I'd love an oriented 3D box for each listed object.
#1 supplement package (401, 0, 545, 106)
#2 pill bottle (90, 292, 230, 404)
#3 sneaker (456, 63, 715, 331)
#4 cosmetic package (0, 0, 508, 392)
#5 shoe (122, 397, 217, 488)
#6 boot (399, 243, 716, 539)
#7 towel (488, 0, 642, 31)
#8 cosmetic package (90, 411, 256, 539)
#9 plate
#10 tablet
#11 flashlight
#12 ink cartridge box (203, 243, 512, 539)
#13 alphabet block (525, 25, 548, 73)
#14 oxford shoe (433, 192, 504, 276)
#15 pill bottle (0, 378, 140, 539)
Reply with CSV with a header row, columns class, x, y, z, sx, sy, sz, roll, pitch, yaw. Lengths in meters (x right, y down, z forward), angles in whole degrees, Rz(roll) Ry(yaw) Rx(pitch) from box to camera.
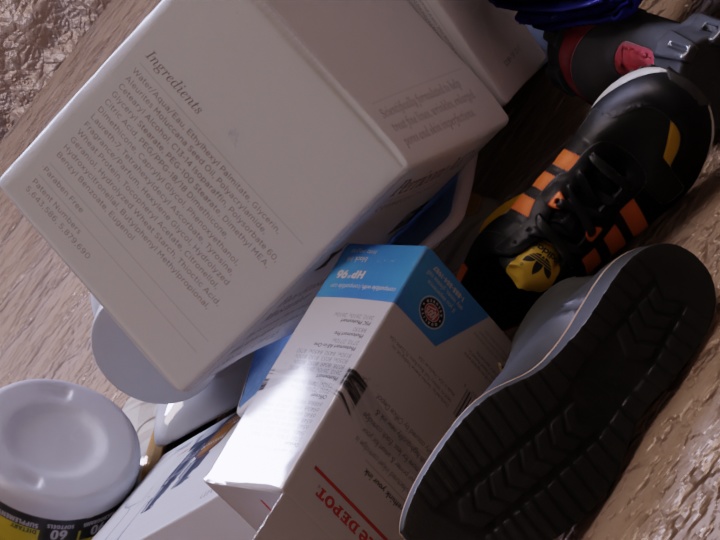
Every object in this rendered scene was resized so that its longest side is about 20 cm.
class,x,y,z,sx,sy,sz,roll,pitch,yaw
supplement package,-0.006,-0.111,1.613,0.200,0.110,0.114,-32,7,24
pill bottle,-0.111,0.002,1.692,0.112,0.112,0.200,-44,12,26
sneaker,0.117,-0.026,1.414,0.200,0.070,0.090,-45,7,44
cosmetic package,-0.058,-0.068,1.487,0.200,0.165,0.165,-44,-6,25
shoe,-0.137,0.119,1.807,0.053,0.070,0.200,-13,21,12
boot,0.084,0.074,1.321,0.200,0.077,0.138,-42,9,-16
towel,0.180,-0.220,1.560,0.200,0.050,0.148,-47,24,-18
cosmetic package,-0.081,0.135,1.586,0.200,0.052,0.151,-32,14,39
plate,-0.058,0.024,1.777,0.199,0.032,0.200,-30,19,9
tablet,0.000,0.000,1.593,0.200,0.014,0.130,-42,17,27
flashlight,0.165,-0.116,1.515,0.068,0.068,0.200,-33,19,-5
ink cartridge box,-0.002,0.098,1.382,0.068,0.116,0.200,3,54,48
alphabet block,0.010,-0.168,1.755,0.200,0.196,0.195,-44,3,26
oxford shoe,0.020,0.021,1.624,0.200,0.058,0.075,-47,18,22
pill bottle,-0.216,0.177,1.735,0.114,0.114,0.200,-70,-2,-48
